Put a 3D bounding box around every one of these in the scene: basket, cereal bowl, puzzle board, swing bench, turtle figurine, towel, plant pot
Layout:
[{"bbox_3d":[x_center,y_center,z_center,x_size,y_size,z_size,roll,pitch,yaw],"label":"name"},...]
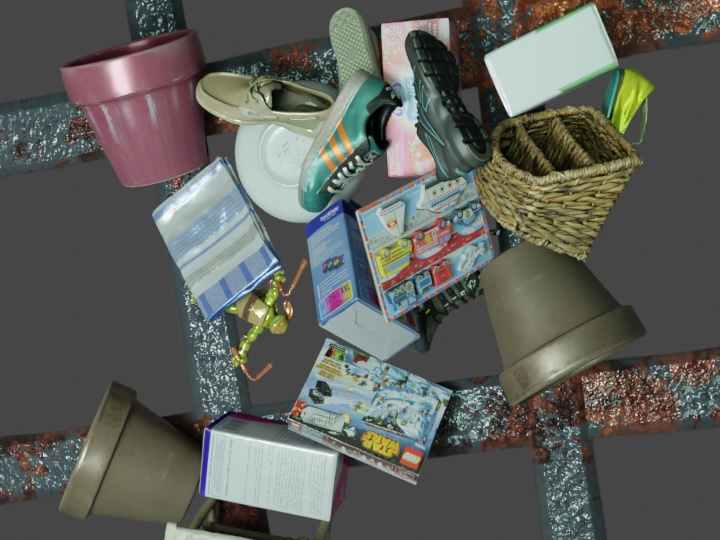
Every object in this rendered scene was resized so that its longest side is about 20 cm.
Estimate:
[{"bbox_3d":[0.233,-0.134,1.346,0.141,0.201,0.151,19,115,-16],"label":"basket"},{"bbox_3d":[-0.088,-0.166,1.511,0.196,0.083,0.204,1,95,13],"label":"cereal bowl"},{"bbox_3d":[0.089,-0.044,1.384,0.017,0.198,0.153,12,123,51],"label":"puzzle board"},{"bbox_3d":[-0.153,0.404,1.527,0.195,0.200,0.132,8,98,12],"label":"swing bench"},{"bbox_3d":[-0.156,0.042,1.559,0.160,0.064,0.202,31,111,16],"label":"turtle figurine"},{"bbox_3d":[-0.208,-0.047,1.545,0.146,0.024,0.202,-36,67,12],"label":"towel"},{"bbox_3d":[-0.299,-0.223,1.509,0.196,0.200,0.182,-9,109,14],"label":"plant pot"},{"bbox_3d":[-0.321,0.283,1.575,0.172,0.200,0.203,22,101,-8],"label":"plant pot"},{"bbox_3d":[0.241,0.053,1.400,0.199,0.200,0.176,-31,78,14],"label":"plant pot"}]

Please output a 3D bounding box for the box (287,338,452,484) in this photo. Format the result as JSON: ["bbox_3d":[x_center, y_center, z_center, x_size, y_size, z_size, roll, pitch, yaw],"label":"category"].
[{"bbox_3d":[0.014,0.195,1.509,0.197,0.040,0.138,22,60,10],"label":"box"}]

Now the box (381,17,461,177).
[{"bbox_3d":[0.085,-0.229,1.453,0.093,0.103,0.204,-2,97,13],"label":"box"}]

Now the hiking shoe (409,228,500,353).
[{"bbox_3d":[0.125,0.026,1.485,0.099,0.076,0.203,18,99,14],"label":"hiking shoe"}]

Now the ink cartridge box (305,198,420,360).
[{"bbox_3d":[0.000,0.000,1.450,0.076,0.136,0.202,-34,46,26],"label":"ink cartridge box"}]

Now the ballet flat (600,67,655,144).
[{"bbox_3d":[0.332,-0.165,1.425,0.066,0.067,0.203,19,99,-6],"label":"ballet flat"}]

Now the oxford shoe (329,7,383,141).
[{"bbox_3d":[0.002,-0.258,1.473,0.074,0.058,0.204,-14,77,21],"label":"oxford shoe"}]

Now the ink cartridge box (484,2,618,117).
[{"bbox_3d":[0.243,-0.262,1.363,0.143,0.200,0.085,-24,94,14],"label":"ink cartridge box"}]

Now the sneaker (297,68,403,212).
[{"bbox_3d":[-0.014,-0.155,1.411,0.079,0.071,0.202,33,109,21],"label":"sneaker"}]

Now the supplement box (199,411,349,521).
[{"bbox_3d":[-0.120,0.279,1.557,0.196,0.101,0.105,8,98,12],"label":"supplement box"}]

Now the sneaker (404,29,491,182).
[{"bbox_3d":[0.092,-0.207,1.362,0.079,0.075,0.203,-36,68,44],"label":"sneaker"}]

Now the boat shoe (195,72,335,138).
[{"bbox_3d":[-0.125,-0.231,1.437,0.197,0.065,0.073,16,68,5],"label":"boat shoe"}]
